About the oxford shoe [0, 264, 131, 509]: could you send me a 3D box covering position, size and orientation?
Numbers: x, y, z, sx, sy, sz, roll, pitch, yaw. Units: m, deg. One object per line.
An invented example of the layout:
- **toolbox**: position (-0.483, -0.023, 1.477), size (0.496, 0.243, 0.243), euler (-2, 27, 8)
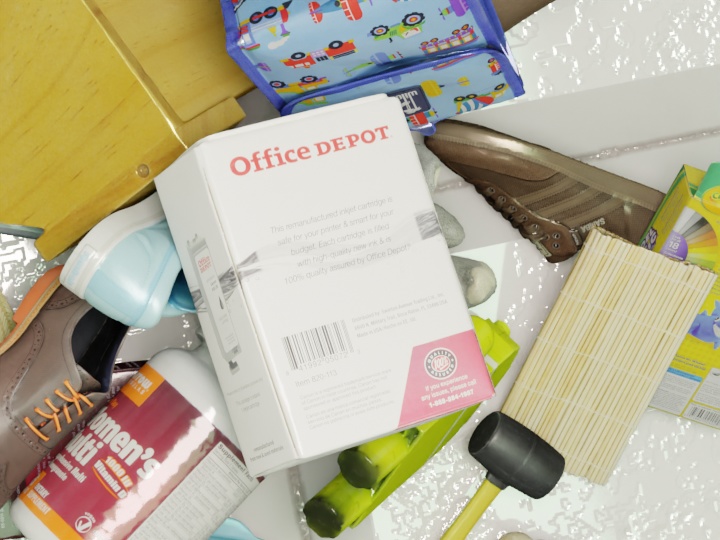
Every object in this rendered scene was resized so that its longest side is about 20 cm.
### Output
- **oxford shoe**: position (-0.209, 0.082, 1.490), size (0.071, 0.072, 0.200), euler (45, 63, -40)

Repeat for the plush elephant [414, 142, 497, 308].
- **plush elephant**: position (0.000, 0.000, 1.562), size (0.165, 0.155, 0.200), euler (-38, 101, -7)

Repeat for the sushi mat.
- **sushi mat**: position (0.166, 0.064, 1.622), size (0.096, 0.012, 0.200), euler (18, 122, -9)

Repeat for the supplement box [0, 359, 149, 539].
- **supplement box**: position (-0.222, 0.124, 1.574), size (0.200, 0.061, 0.109), euler (-5, 94, -12)

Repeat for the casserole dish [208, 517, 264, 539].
- **casserole dish**: position (-0.116, 0.261, 1.609), size (0.121, 0.039, 0.200), euler (7, 100, -13)

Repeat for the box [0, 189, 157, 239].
- **box**: position (-0.225, -0.101, 1.562), size (0.200, 0.051, 0.158), euler (8, 92, -13)

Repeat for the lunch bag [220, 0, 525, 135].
- **lunch bag**: position (0.011, -0.146, 1.467), size (0.150, 0.200, 0.094), euler (-18, 58, 10)

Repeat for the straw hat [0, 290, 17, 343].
- **straw hat**: position (-0.313, 0.035, 1.496), size (0.201, 0.085, 0.201), euler (3, 67, -8)

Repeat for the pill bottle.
- **pill bottle**: position (-0.123, 0.121, 1.508), size (0.110, 0.110, 0.200), euler (45, 82, -11)

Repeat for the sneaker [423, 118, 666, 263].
- **sneaker**: position (0.131, -0.046, 1.631), size (0.200, 0.070, 0.076), euler (19, 94, -11)

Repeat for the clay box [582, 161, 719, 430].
- **clay box**: position (0.246, 0.010, 1.622), size (0.115, 0.048, 0.200), euler (19, 121, -13)

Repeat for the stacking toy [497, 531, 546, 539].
- **stacking toy**: position (0.187, 0.246, 1.661), size (0.200, 0.085, 0.086), euler (14, 91, -16)

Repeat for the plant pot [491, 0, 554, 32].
- **plant pot**: position (0.052, -0.217, 1.556), size (0.200, 0.200, 0.175), euler (42, 103, -12)

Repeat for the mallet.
- **mallet**: position (0.072, 0.197, 1.647), size (0.066, 0.041, 0.200), euler (27, 99, -15)

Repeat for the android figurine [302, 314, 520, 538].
- **android figurine**: position (0.040, 0.100, 1.575), size (0.041, 0.182, 0.200), euler (41, 47, 9)

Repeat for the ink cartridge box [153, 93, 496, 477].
- **ink cartridge box**: position (-0.022, 0.008, 1.424), size (0.146, 0.083, 0.200), euler (-15, 84, -28)

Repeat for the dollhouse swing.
- **dollhouse swing**: position (-0.173, -0.148, 1.522), size (0.182, 0.176, 0.200), euler (-36, 91, 23)

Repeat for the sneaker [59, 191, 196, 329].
- **sneaker**: position (-0.116, -0.005, 1.495), size (0.082, 0.200, 0.074), euler (40, 120, 7)
